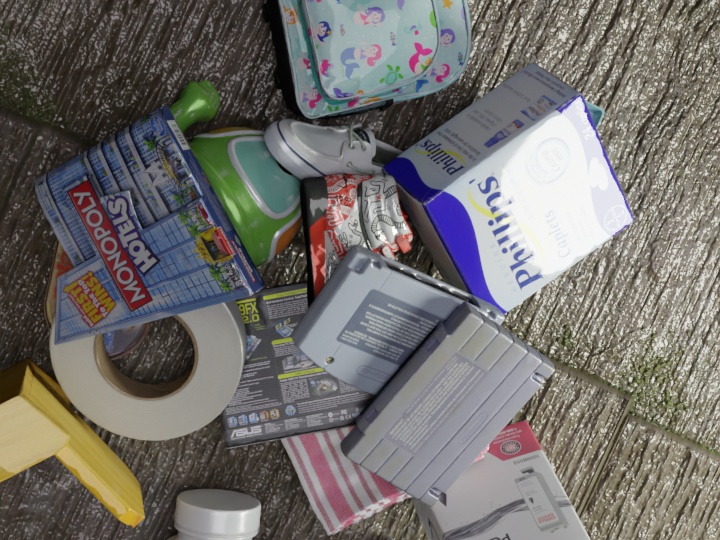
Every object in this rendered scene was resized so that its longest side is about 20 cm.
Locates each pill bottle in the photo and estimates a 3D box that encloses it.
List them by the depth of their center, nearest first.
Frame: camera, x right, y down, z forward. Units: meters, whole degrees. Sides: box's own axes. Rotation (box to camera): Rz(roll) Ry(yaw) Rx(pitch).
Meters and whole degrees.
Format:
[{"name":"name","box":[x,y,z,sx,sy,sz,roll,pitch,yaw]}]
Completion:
[{"name":"pill bottle","box":[-0.160,0.340,1.461,0.119,0.120,0.201,5,94,-12]}]

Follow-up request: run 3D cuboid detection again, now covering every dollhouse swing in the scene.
[{"name":"dollhouse swing","box":[-0.336,0.200,1.367,0.181,0.200,0.176,-28,102,-8]}]

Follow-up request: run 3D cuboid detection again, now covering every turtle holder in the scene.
[{"name":"turtle holder","box":[-0.136,-0.090,1.425,0.132,0.141,0.186,-32,62,-22]}]

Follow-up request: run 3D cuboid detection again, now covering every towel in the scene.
[{"name":"towel","box":[0.021,0.178,1.488,0.200,0.030,0.147,-26,63,-8]}]

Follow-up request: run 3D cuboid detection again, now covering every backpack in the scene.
[{"name":"backpack","box":[0.014,-0.253,1.424,0.199,0.151,0.178,-12,97,-15]}]

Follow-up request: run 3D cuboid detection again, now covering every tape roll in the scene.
[{"name":"tape roll","box":[-0.215,0.077,1.406,0.202,0.037,0.204,1,110,3]}]

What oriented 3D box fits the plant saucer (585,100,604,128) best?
[{"name":"plant saucer","box":[0.201,-0.102,1.540,0.070,0.019,0.201,24,92,-13]}]

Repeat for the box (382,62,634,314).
[{"name":"box","box":[0.157,-0.079,1.439,0.200,0.105,0.184,-35,126,-5]}]

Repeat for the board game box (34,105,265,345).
[{"name":"board game box","box":[-0.228,-0.023,1.323,0.199,0.062,0.200,-28,93,10]}]

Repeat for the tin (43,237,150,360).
[{"name":"tin","box":[-0.259,-0.004,1.417,0.112,0.042,0.201,14,110,-7]}]

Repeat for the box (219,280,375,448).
[{"name":"box","box":[-0.059,0.092,1.465,0.199,0.044,0.161,-11,91,1]}]

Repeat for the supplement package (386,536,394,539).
[{"name":"supplement package","box":[0.090,0.406,1.525,0.200,0.110,0.114,35,89,-13]}]

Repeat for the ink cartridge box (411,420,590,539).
[{"name":"ink cartridge box","box":[0.153,0.276,1.476,0.146,0.200,0.083,-16,135,-10]}]

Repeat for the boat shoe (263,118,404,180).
[{"name":"boat shoe","box":[-0.014,-0.125,1.425,0.067,0.074,0.200,-39,149,26]}]

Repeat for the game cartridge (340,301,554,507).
[{"name":"game cartridge","box":[0.086,0.136,1.397,0.129,0.038,0.200,35,104,-22]}]

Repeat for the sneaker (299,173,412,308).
[{"name":"sneaker","box":[0.000,0.000,1.396,0.108,0.067,0.202,-6,107,-9]}]

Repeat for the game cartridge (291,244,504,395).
[{"name":"game cartridge","box":[0.035,0.062,1.380,0.200,0.042,0.133,24,115,-33]}]
